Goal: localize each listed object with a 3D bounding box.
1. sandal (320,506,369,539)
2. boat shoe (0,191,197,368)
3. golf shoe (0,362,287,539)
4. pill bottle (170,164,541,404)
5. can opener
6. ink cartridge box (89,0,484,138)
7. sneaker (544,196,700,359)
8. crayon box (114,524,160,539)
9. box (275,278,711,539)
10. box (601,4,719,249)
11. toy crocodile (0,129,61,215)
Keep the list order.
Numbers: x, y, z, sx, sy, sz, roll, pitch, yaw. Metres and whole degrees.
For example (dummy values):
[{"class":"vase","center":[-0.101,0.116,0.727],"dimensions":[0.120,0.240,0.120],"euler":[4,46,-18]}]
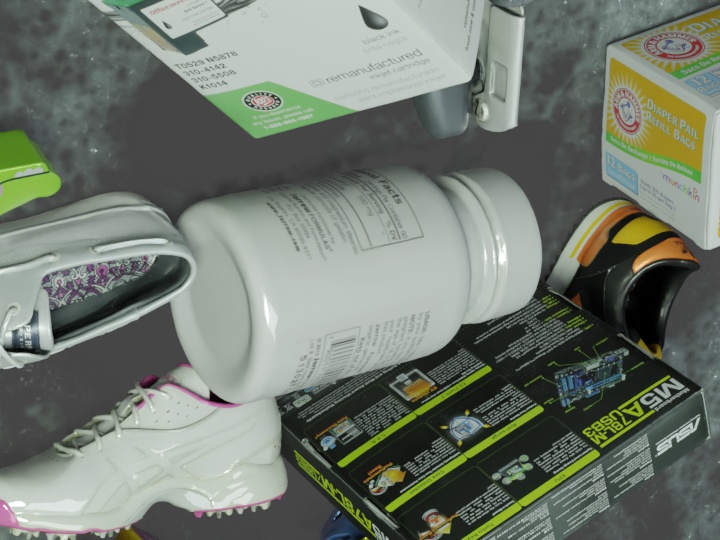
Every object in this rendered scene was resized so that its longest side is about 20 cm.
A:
[{"class":"sandal","center":[0.006,0.174,1.150],"dimensions":[0.200,0.087,0.080],"euler":[-49,118,-37]},{"class":"boat shoe","center":[-0.178,0.019,0.960],"dimensions":[0.199,0.068,0.073],"euler":[-16,124,-30]},{"class":"golf shoe","center":[-0.131,0.099,1.053],"dimensions":[0.199,0.075,0.092],"euler":[-6,103,-38]},{"class":"pill bottle","center":[0.000,0.000,1.054],"dimensions":[0.199,0.114,0.115],"euler":[-13,122,-32]},{"class":"can opener","center":[0.066,-0.169,1.049],"dimensions":[0.066,0.053,0.201],"euler":[-17,124,-30]},{"class":"ink cartridge box","center":[-0.052,-0.160,0.890],"dimensions":[0.200,0.145,0.085],"euler":[37,52,-44]},{"class":"sneaker","center":[0.153,0.056,1.221],"dimensions":[0.070,0.090,0.201],"euler":[16,104,-42]},{"class":"crayon box","center":[-0.119,0.274,1.161],"dimensions":[0.173,0.058,0.200],"euler":[-53,134,0]},{"class":"box","center":[0.074,0.092,1.110],"dimensions":[0.199,0.193,0.048],"euler":[-31,131,-20]},{"class":"box","center":[0.266,-0.109,1.196],"dimensions":[0.199,0.112,0.102],"euler":[-22,128,-26]},{"class":"toy crocodile","center":[-0.242,-0.028,0.885],"dimensions":[0.199,0.068,0.062],"euler":[-16,130,-27]}]
